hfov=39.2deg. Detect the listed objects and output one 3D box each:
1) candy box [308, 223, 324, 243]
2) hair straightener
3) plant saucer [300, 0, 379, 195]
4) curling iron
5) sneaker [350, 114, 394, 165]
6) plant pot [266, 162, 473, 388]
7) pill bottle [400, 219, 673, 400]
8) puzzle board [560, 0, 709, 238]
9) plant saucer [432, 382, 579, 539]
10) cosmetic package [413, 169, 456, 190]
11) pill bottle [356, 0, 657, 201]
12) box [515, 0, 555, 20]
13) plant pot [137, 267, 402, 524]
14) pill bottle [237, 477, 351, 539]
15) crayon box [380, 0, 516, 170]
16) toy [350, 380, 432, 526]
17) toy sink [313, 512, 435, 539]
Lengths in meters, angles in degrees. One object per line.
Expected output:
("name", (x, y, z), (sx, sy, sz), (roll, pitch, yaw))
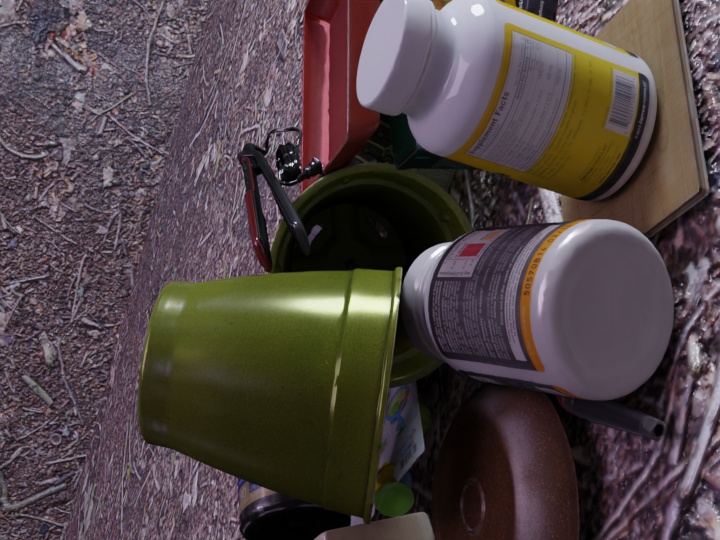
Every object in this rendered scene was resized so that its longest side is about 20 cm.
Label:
("candy box", (-0.058, -0.021, 1.224), (0.201, 0.060, 0.137), (-59, -2, 39))
("hair straightener", (-0.065, -0.074, 0.887), (0.201, 0.076, 0.041), (-108, -3, -58))
("plant saucer", (-0.018, -0.183, 0.919), (0.200, 0.036, 0.204), (141, 131, -72))
("curling iron", (0.154, 0.103, 0.722), (0.199, 0.025, 0.051), (172, 104, -68))
("sneaker", (0.046, -0.182, 1.027), (0.201, 0.078, 0.090), (-51, 9, 21))
("plant pot", (0.000, 0.000, 0.993), (0.184, 0.197, 0.204), (-159, 84, -80))
("pill bottle", (0.116, 0.025, 0.722), (0.199, 0.115, 0.119), (1, 78, 63))
("puzzle board", (0.197, -0.105, 0.757), (0.151, 0.017, 0.203), (132, 146, -54))
("plant saucer", (0.098, 0.179, 0.765), (0.200, 0.036, 0.205), (-175, 90, -71))
("cosmetic package", (0.049, -0.139, 1.110), (0.084, 0.050, 0.201), (-67, 23, 19))
("pill bottle", (0.101, -0.127, 0.716), (0.112, 0.197, 0.114), (-166, 90, -70))
("box", (0.132, -0.276, 1.003), (0.199, 0.035, 0.146), (-14, 64, 64))
("plant pot", (-0.072, 0.085, 0.810), (0.200, 0.189, 0.205), (8, -90, -89))
("pill bottle", (-0.070, 0.162, 1.002), (0.112, 0.110, 0.203), (-53, 36, 45))
("crayon box", (0.081, -0.192, 0.893), (0.051, 0.123, 0.204), (145, 120, -62))
("toy", (0.035, 0.159, 0.946), (0.116, 0.047, 0.201), (-54, 11, 20))
("toy sink", (-0.013, 0.308, 0.856), (0.200, 0.110, 0.132), (-50, 51, 50))
